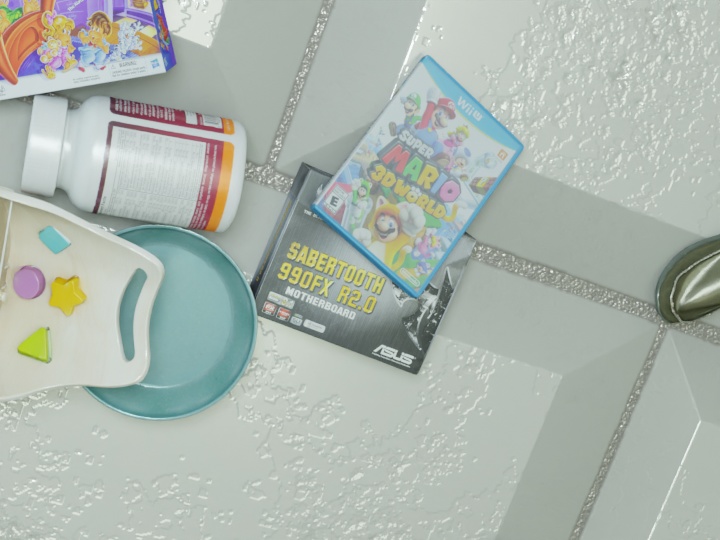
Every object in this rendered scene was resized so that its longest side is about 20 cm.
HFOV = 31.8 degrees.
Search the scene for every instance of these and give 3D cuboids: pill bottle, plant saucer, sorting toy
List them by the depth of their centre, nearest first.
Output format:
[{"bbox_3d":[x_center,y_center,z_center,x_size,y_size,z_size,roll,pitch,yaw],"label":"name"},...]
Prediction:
[{"bbox_3d":[-0.277,0.028,1.184,0.178,0.107,0.202,14,103,5],"label":"sorting toy"},{"bbox_3d":[-0.214,-0.103,1.191,0.198,0.110,0.111,9,103,-16],"label":"pill bottle"},{"bbox_3d":[-0.202,0.049,1.264,0.197,0.036,0.203,-1,103,-4],"label":"plant saucer"}]

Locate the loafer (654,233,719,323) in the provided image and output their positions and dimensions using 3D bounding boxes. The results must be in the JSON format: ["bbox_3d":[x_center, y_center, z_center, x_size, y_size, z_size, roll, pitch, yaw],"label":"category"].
[{"bbox_3d":[0.417,-0.005,1.400,0.199,0.070,0.076,-33,110,-4],"label":"loafer"}]

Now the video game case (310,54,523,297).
[{"bbox_3d":[0.060,-0.095,1.275,0.143,0.018,0.201,40,75,-14],"label":"video game case"}]

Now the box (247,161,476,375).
[{"bbox_3d":[0.000,0.000,1.307,0.198,0.048,0.160,22,99,-19],"label":"box"}]

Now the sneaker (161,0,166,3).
[{"bbox_3d":[-0.176,-0.335,1.159,0.099,0.070,0.201,37,93,-18],"label":"sneaker"}]

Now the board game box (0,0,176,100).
[{"bbox_3d":[-0.279,-0.233,1.141,0.198,0.045,0.136,-8,108,8],"label":"board game box"}]
